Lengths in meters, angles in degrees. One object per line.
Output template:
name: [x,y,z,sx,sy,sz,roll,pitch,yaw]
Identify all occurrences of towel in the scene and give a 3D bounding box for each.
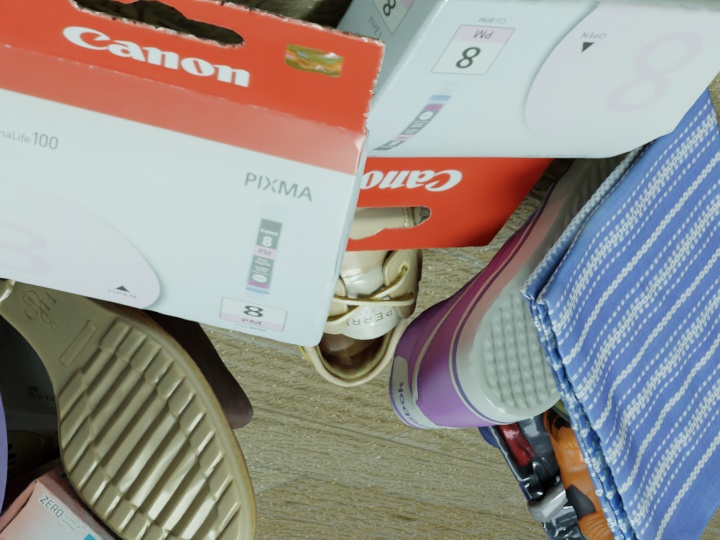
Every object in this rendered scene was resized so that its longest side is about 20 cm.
towel: [0.143,0.033,1.154,0.024,0.145,0.200,16,144,38]

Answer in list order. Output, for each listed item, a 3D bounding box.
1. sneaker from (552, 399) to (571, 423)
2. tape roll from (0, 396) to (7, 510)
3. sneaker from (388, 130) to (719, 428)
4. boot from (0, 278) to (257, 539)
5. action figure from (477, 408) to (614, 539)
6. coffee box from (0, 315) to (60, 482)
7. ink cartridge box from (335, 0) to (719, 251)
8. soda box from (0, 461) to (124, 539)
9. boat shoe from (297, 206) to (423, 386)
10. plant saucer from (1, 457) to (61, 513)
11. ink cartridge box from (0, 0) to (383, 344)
sneaker: [0.139,0.009,1.237,0.077,0.200,0.089,27,127,-2]
tape roll: [-0.240,0.061,0.980,0.085,0.200,0.200,-31,155,37]
sneaker: [0.085,-0.001,1.195,0.200,0.073,0.114,-42,-171,-29]
boot: [-0.080,0.053,1.107,0.072,0.200,0.166,-44,156,11]
action figure: [0.131,0.100,1.413,0.105,0.193,0.200,-29,129,1]
coffee box: [-0.227,0.069,1.195,0.200,0.080,0.113,-26,160,26]
ink cartridge box: [0.047,-0.056,1.048,0.162,0.057,0.200,-2,138,-35]
soda box: [-0.126,0.127,1.103,0.064,0.068,0.200,-47,-179,-1]
boat shoe: [0.000,0.000,1.195,0.074,0.069,0.200,-13,160,-5]
plant saucer: [-0.192,0.126,1.285,0.200,0.201,0.051,-23,117,21]
ink cartridge box: [-0.082,-0.040,0.940,0.162,0.057,0.200,13,162,0]
